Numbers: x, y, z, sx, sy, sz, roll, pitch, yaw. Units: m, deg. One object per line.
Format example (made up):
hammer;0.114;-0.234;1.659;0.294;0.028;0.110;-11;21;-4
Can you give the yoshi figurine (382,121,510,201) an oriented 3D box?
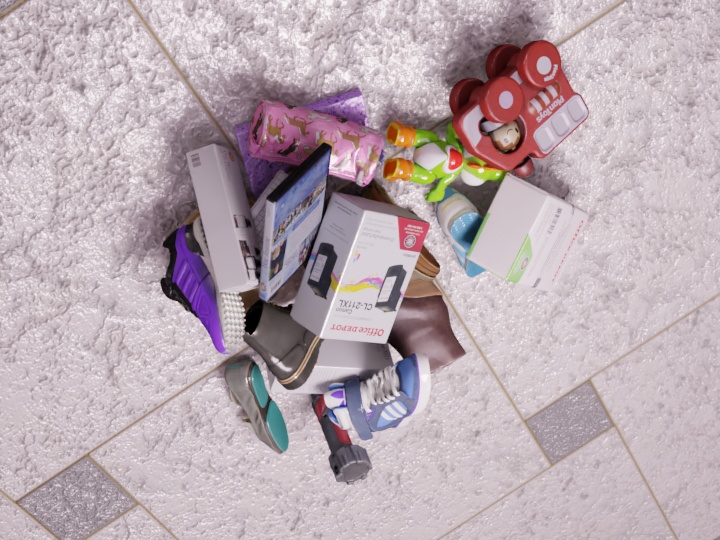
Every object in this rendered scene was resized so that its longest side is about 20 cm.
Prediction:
yoshi figurine;0.130;-0.169;1.626;0.197;0.113;0.113;6;139;-19

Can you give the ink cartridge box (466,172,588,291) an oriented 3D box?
ink cartridge box;0.267;-0.056;1.680;0.199;0.084;0.147;12;105;-60

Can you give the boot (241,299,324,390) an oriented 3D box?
boot;-0.108;0.060;1.625;0.077;0.202;0.139;-14;134;33

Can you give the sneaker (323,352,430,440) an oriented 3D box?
sneaker;0.019;0.196;1.672;0.144;0.082;0.201;1;148;-17

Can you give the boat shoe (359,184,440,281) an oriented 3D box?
boat shoe;0.070;-0.057;1.686;0.068;0.072;0.199;-44;124;12

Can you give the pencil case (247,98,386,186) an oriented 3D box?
pencil case;-0.065;-0.181;1.517;0.198;0.087;0.084;13;114;-23

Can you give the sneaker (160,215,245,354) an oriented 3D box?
sneaker;-0.234;0.031;1.532;0.098;0.203;0.069;-20;168;16

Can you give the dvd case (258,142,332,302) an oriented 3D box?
dvd case;-0.092;-0.065;1.485;0.143;0.017;0.201;-50;159;-39

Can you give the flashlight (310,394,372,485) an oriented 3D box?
flashlight;-0.030;0.267;1.774;0.067;0.201;0.068;21;112;-30

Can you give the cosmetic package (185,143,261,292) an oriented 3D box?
cosmetic package;-0.187;-0.073;1.510;0.050;0.082;0.203;-15;85;13

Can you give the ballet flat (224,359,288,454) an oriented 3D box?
ballet flat;-0.177;0.230;1.795;0.063;0.068;0.202;-6;126;18

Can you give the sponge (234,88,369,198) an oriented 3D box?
sponge;-0.079;-0.188;1.579;0.197;0.030;0.113;-18;125;-8

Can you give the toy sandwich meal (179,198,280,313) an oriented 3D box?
toy sandwich meal;-0.196;-0.020;1.625;0.202;0.070;0.208;-5;112;-12

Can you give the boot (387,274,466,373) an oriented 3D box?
boot;0.057;0.101;1.726;0.198;0.168;0.072;-22;168;-11

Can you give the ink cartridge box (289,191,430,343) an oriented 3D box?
ink cartridge box;0.000;0.000;1.582;0.145;0.083;0.202;8;107;-44

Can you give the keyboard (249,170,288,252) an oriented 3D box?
keyboard;-0.152;-0.055;1.560;0.056;0.011;0.201;32;108;-19

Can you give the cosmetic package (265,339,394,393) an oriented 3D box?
cosmetic package;-0.053;0.142;1.741;0.197;0.102;0.072;5;134;-22

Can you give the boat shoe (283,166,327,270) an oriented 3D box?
boat shoe;-0.080;-0.081;1.614;0.071;0.068;0.202;-15;132;1

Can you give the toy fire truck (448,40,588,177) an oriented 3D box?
toy fire truck;0.235;-0.233;1.568;0.200;0.112;0.169;-43;112;-15

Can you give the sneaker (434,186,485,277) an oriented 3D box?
sneaker;0.175;-0.061;1.722;0.076;0.081;0.201;-31;145;0
